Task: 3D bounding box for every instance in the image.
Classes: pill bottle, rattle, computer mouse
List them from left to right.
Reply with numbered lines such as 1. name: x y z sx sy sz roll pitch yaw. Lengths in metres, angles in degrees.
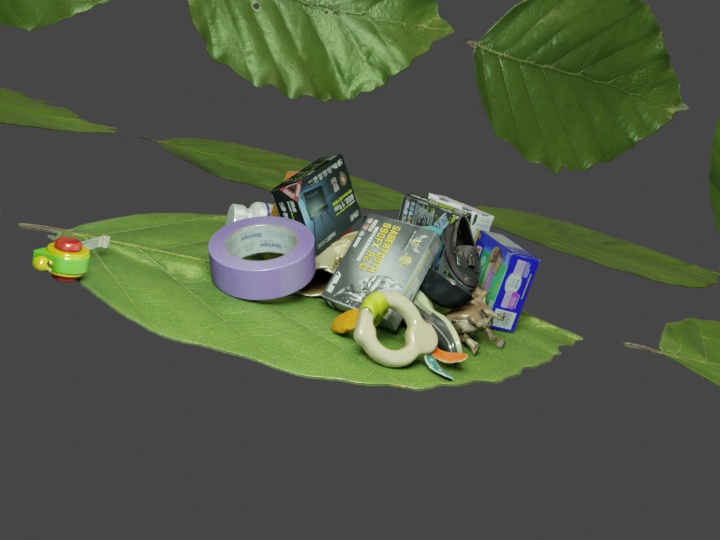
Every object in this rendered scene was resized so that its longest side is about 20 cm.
1. pill bottle: -0.198 -0.092 1.588 0.198 0.113 0.112 7 17 -23
2. rattle: 0.062 0.131 1.210 0.199 0.143 0.131 26 44 -20
3. computer mouse: 0.147 0.035 1.374 0.138 0.053 0.200 35 -2 -22

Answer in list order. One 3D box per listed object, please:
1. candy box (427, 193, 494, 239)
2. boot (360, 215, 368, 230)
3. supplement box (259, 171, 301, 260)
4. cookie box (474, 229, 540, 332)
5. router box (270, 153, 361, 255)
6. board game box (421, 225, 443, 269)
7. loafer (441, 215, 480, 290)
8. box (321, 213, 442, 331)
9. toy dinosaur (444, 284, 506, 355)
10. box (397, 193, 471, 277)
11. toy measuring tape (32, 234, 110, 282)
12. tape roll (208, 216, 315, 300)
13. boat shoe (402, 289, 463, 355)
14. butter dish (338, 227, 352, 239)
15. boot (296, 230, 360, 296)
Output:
1. candy box: 0.214 -0.067 1.720 0.071 0.202 0.167 5 17 -42
2. boot: 0.025 -0.052 1.619 0.069 0.133 0.200 10 16 -22
3. supplement box: -0.152 -0.112 1.502 0.068 0.202 0.067 4 -28 26
4. cookie box: 0.298 0.018 1.566 0.074 0.173 0.200 14 14 -16
5. router box: -0.087 -0.137 1.470 0.062 0.151 0.200 -3 26 34
6. board game box: 0.100 -0.016 1.527 0.047 0.152 0.199 28 20 31
7. loafer: 0.213 -0.043 1.476 0.071 0.063 0.201 23 32 -21
8. box: 0.040 -0.001 1.336 0.157 0.201 0.048 18 -22 33
9. toy dinosaur: 0.205 0.096 1.373 0.135 0.087 0.199 27 23 36
10. box: 0.156 -0.059 1.638 0.159 0.202 0.044 20 21 22
11. toy measuring tape: -0.464 -0.025 1.179 0.073 0.074 0.200 18 16 13
12. tape roll: -0.184 -0.027 1.330 0.198 0.066 0.201 1 32 0
13. boat shoe: 0.119 0.106 1.295 0.065 0.072 0.201 -18 36 -15
14. butter dish: -0.127 -0.129 1.748 0.200 0.147 0.200 55 10 -4
15. boot: -0.043 -0.014 1.432 0.198 0.074 0.156 -15 19 1
